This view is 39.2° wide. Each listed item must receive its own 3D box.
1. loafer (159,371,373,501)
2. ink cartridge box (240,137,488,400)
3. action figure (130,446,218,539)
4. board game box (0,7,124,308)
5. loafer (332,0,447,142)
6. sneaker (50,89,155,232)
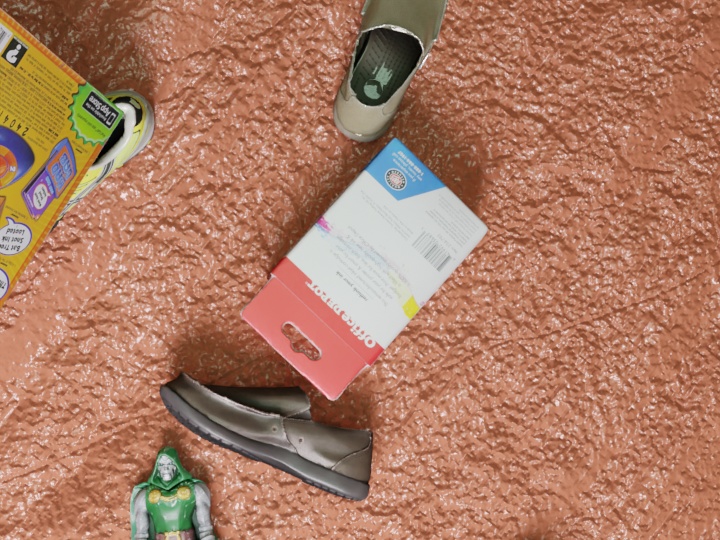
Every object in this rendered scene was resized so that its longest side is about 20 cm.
[{"bbox_3d":[-0.075,0.129,0.864,0.199,0.073,0.071,27,74,-13],"label":"loafer"},{"bbox_3d":[0.000,0.000,0.873,0.116,0.067,0.200,43,83,-5],"label":"ink cartridge box"},{"bbox_3d":[-0.155,0.250,0.853,0.117,0.055,0.202,-7,86,-6],"label":"action figure"},{"bbox_3d":[-0.338,-0.109,0.718,0.199,0.200,0.201,29,84,23],"label":"board game box"},{"bbox_3d":[0.035,-0.210,0.882,0.075,0.068,0.202,18,86,-8],"label":"loafer"},{"bbox_3d":[-0.257,-0.082,0.829,0.200,0.076,0.075,-44,97,-6],"label":"sneaker"}]
